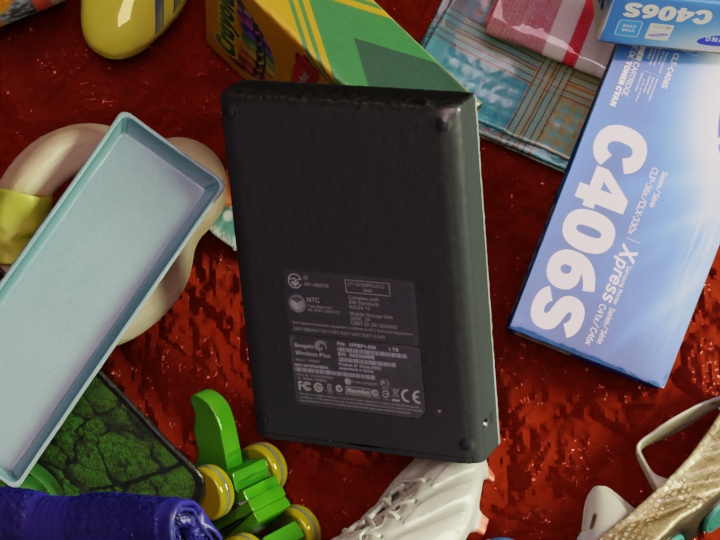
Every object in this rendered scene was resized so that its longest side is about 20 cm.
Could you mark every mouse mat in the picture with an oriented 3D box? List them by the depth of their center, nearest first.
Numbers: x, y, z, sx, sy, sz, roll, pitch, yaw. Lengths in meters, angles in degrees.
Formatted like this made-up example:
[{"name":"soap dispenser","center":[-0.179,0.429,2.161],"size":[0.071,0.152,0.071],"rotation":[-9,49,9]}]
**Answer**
[{"name":"mouse mat","center":[-0.201,0.098,1.248],"size":[0.200,0.008,0.161],"rotation":[46,106,-1]}]

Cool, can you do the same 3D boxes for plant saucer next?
[{"name":"plant saucer","center":[-0.154,0.014,1.218],"size":[0.070,0.019,0.200],"rotation":[35,75,-6]}]

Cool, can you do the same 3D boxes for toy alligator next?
[{"name":"toy alligator","center":[-0.054,0.162,1.264],"size":[0.054,0.059,0.200],"rotation":[-33,83,38]}]

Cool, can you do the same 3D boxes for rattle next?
[{"name":"rattle","center":[-0.141,-0.030,1.321],"size":[0.200,0.143,0.131],"rotation":[-26,95,-30]}]

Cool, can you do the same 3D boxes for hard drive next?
[{"name":"hard drive","center":[0.000,0.000,1.230],"size":[0.139,0.033,0.201],"rotation":[5,114,25]}]

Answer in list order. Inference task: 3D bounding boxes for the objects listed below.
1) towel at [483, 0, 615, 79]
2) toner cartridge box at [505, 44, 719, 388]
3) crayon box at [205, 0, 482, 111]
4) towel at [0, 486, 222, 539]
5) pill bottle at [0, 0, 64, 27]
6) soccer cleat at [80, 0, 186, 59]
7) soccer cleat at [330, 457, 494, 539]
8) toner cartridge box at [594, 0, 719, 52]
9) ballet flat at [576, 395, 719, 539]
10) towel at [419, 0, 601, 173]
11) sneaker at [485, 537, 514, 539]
[{"name":"towel","center":[0.188,-0.167,1.335],"size":[0.199,0.023,0.145],"rotation":[22,78,3]},{"name":"toner cartridge box","center":[0.160,-0.043,1.292],"size":[0.095,0.043,0.201],"rotation":[21,89,1]},{"name":"crayon box","center":[-0.025,-0.123,1.291],"size":[0.051,0.127,0.200],"rotation":[-42,78,-14]},{"name":"towel","center":[-0.144,0.175,1.190],"size":[0.199,0.050,0.148],"rotation":[-1,113,33]},{"name":"pill bottle","center":[-0.274,-0.172,1.313],"size":[0.199,0.111,0.112],"rotation":[-22,77,-4]},{"name":"soccer cleat","center":[-0.108,-0.217,1.337],"size":[0.065,0.084,0.201],"rotation":[28,78,7]},{"name":"soccer cleat","center":[0.009,0.156,1.227],"size":[0.077,0.069,0.200],"rotation":[36,58,-13]},{"name":"toner cartridge box","center":[0.174,-0.213,1.284],"size":[0.095,0.043,0.201],"rotation":[5,56,-7]},{"name":"ballet flat","center":[0.163,0.130,1.264],"size":[0.200,0.071,0.065],"rotation":[-41,67,-17]},{"name":"towel","center":[0.139,-0.125,1.345],"size":[0.199,0.022,0.147],"rotation":[24,78,6]},{"name":"sneaker","center":[0.062,0.238,1.221],"size":[0.078,0.089,0.201],"rotation":[4,76,3]}]
